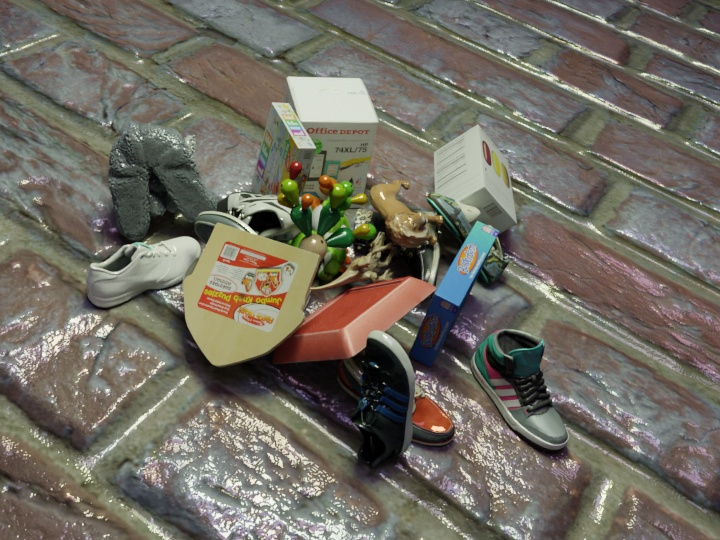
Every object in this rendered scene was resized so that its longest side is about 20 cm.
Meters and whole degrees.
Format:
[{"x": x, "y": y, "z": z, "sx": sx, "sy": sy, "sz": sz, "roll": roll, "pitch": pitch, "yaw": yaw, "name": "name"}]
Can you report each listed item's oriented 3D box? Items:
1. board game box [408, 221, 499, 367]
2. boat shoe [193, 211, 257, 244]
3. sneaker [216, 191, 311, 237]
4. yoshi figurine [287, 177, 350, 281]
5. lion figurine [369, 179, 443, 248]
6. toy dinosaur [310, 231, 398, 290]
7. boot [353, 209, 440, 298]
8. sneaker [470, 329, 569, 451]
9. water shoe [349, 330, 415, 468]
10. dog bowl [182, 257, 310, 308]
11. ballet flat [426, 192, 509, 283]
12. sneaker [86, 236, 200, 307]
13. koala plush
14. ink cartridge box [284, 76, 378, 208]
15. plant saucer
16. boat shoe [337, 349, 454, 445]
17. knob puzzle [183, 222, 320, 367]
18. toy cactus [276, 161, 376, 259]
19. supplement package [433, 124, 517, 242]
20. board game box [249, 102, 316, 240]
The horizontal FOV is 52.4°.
[{"x": 0.151, "y": 0.036, "z": 1.178, "sx": 0.045, "sy": 0.152, "sz": 0.200, "roll": 27, "pitch": 45, "yaw": 10, "name": "board game box"}, {"x": -0.186, "y": -0.023, "z": 1.133, "sx": 0.200, "sy": 0.073, "sz": 0.062, "roll": 33, "pitch": 46, "yaw": 11, "name": "boat shoe"}, {"x": -0.187, "y": -0.089, "z": 1.229, "sx": 0.199, "sy": 0.074, "sz": 0.088, "roll": -3, "pitch": 22, "yaw": 31, "name": "sneaker"}, {"x": -0.076, "y": -0.074, "z": 1.279, "sx": 0.111, "sy": 0.113, "sz": 0.201, "roll": -6, "pitch": 47, "yaw": 3, "name": "yoshi figurine"}, {"x": 0.062, "y": -0.099, "z": 1.232, "sx": 0.122, "sy": 0.073, "sz": 0.200, "roll": 4, "pitch": 27, "yaw": -37, "name": "lion figurine"}, {"x": 0.000, "y": 0.000, "z": 1.180, "sx": 0.101, "sy": 0.058, "sz": 0.200, "roll": -10, "pitch": 20, "yaw": 48, "name": "toy dinosaur"}, {"x": 0.061, "y": -0.035, "z": 1.291, "sx": 0.153, "sy": 0.074, "sz": 0.204, "roll": 6, "pitch": 43, "yaw": -2, "name": "boot"}, {"x": 0.252, "y": 0.162, "z": 1.096, "sx": 0.083, "sy": 0.121, "sz": 0.200, "roll": -20, "pitch": 53, "yaw": -30, "name": "sneaker"}, {"x": 0.027, "y": 0.178, "z": 0.973, "sx": 0.071, "sy": 0.201, "sz": 0.079, "roll": 18, "pitch": 36, "yaw": 42, "name": "water shoe"}, {"x": -0.181, "y": 0.041, "z": 1.162, "sx": 0.199, "sy": 0.059, "sz": 0.201, "roll": 7, "pitch": 44, "yaw": -6, "name": "dog bowl"}, {"x": 0.195, "y": -0.071, "z": 1.293, "sx": 0.200, "sy": 0.074, "sz": 0.074, "roll": 52, "pitch": 42, "yaw": -18, "name": "ballet flat"}, {"x": -0.338, "y": -0.017, "z": 1.162, "sx": 0.075, "sy": 0.089, "sz": 0.200, "roll": 38, "pitch": 49, "yaw": 26, "name": "sneaker"}, {"x": -0.354, "y": -0.182, "z": 1.281, "sx": 0.176, "sy": 0.185, "sz": 0.200, "roll": -14, "pitch": 26, "yaw": -6, "name": "koala plush"}, {"x": -0.066, "y": -0.238, "z": 1.370, "sx": 0.146, "sy": 0.201, "sz": 0.146, "roll": -3, "pitch": 46, "yaw": -15, "name": "ink cartridge box"}, {"x": -0.017, "y": 0.069, "z": 1.093, "sx": 0.199, "sy": 0.200, "sz": 0.037, "roll": -35, "pitch": 104, "yaw": -38, "name": "plant saucer"}, {"x": 0.053, "y": 0.182, "z": 1.072, "sx": 0.200, "sy": 0.063, "sz": 0.071, "roll": 32, "pitch": 45, "yaw": 17, "name": "boat shoe"}, {"x": -0.169, "y": 0.047, "z": 1.071, "sx": 0.218, "sy": 0.030, "sz": 0.221, "roll": -3, "pitch": 71, "yaw": 10, "name": "knob puzzle"}, {"x": -0.067, "y": -0.073, "z": 1.167, "sx": 0.102, "sy": 0.166, "sz": 0.200, "roll": 25, "pitch": -3, "yaw": 41, "name": "toy cactus"}, {"x": 0.215, "y": -0.161, "z": 1.394, "sx": 0.114, "sy": 0.109, "sz": 0.201, "roll": 42, "pitch": 34, "yaw": -31, "name": "supplement package"}, {"x": -0.141, "y": -0.171, "z": 1.282, "sx": 0.034, "sy": 0.201, "sz": 0.135, "roll": -4, "pitch": 45, "yaw": -29, "name": "board game box"}]
